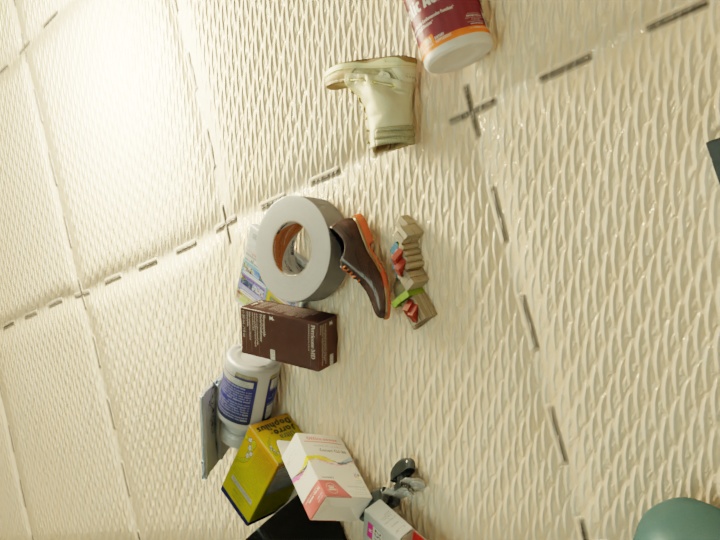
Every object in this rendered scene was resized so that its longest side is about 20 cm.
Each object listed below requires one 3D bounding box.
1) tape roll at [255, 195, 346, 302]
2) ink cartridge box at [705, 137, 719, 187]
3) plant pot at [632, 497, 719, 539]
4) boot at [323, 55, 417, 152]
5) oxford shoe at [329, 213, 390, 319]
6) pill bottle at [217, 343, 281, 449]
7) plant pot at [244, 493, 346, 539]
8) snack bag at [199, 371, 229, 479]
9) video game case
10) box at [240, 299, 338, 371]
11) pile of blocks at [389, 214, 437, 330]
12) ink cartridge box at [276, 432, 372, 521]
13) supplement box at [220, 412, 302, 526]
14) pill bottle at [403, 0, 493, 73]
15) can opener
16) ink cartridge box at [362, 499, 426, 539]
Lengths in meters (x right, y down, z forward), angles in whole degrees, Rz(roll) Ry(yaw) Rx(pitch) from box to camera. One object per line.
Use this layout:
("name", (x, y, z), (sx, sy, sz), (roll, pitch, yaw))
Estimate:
("tape roll", (-0.112, -0.041, 1.588), (0.198, 0.066, 0.205), (-1, 89, 39))
("ink cartridge box", (0.512, -0.083, 1.029), (0.094, 0.037, 0.203), (-22, 84, 44))
("plant pot", (0.440, 0.387, 1.095), (0.136, 0.197, 0.202), (-103, 33, -54))
("boot", (0.015, -0.285, 1.439), (0.197, 0.072, 0.159), (2, 96, 38))
("oxford shoe", (0.000, 0.000, 1.489), (0.071, 0.071, 0.203), (116, 136, -67))
("pill bottle", (-0.241, 0.270, 1.747), (0.119, 0.119, 0.203), (30, 117, 36))
("plant pot", (-0.136, 0.580, 1.662), (0.178, 0.199, 0.200), (50, 127, 12))
("snack bag", (-0.312, 0.328, 1.793), (0.021, 0.200, 0.192), (1, 98, 7))
("video game case", (-0.181, 0.028, 1.715), (0.199, 0.022, 0.185), (33, 118, 34))
("box", (-0.144, 0.127, 1.639), (0.197, 0.075, 0.102), (8, 106, 30))
("pile of blocks", (0.073, 0.007, 1.442), (0.081, 0.062, 0.204), (-9, 90, 44))
("ink cartridge box", (-0.074, 0.382, 1.585), (0.068, 0.115, 0.201), (-59, 41, 21))
("supplement box", (-0.198, 0.420, 1.740), (0.110, 0.108, 0.202), (45, 124, 28))
("pill bottle", (0.124, -0.423, 1.282), (0.113, 0.113, 0.203), (-24, 81, 43))
("can opener", (0.050, 0.420, 1.554), (0.200, 0.052, 0.067), (-43, 34, 38))
("ink cartridge box", (0.075, 0.548, 1.515), (0.173, 0.043, 0.203), (33, 134, 36))
